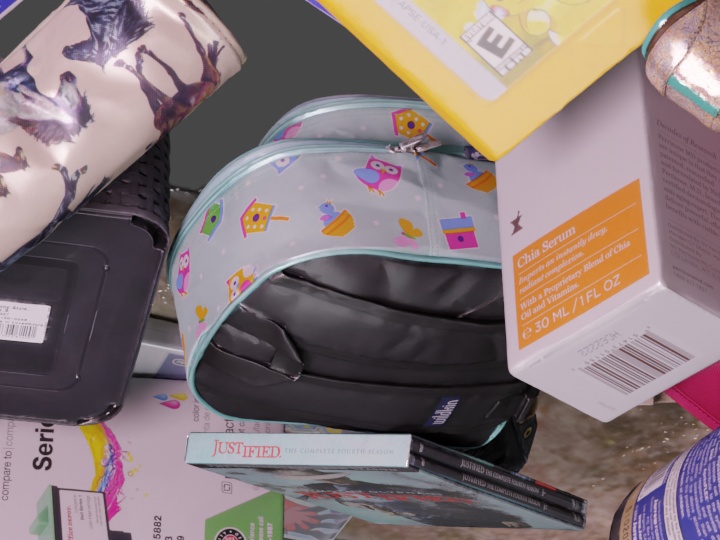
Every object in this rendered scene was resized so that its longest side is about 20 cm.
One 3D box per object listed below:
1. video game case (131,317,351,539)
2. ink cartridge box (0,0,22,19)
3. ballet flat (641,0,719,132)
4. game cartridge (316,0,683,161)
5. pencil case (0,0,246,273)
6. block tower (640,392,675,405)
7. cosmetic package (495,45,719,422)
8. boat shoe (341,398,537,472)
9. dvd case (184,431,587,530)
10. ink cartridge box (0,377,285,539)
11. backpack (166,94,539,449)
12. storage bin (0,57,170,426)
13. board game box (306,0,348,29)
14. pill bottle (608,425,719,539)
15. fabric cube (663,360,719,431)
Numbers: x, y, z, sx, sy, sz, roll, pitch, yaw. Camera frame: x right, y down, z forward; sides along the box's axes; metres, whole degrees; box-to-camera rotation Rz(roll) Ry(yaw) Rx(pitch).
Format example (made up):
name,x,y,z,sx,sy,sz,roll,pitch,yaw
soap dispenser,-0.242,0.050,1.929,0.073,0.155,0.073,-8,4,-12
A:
name,x,y,z,sx,sy,sz,roll,pitch,yaw
video game case,-0.076,0.101,1.683,0.199,0.023,0.182,12,142,-19
ink cartridge box,-0.208,-0.148,1.315,0.094,0.037,0.200,26,134,-35
ballet flat,0.213,-0.113,1.239,0.199,0.067,0.068,-30,154,-26
game cartridge,0.051,-0.164,1.211,0.200,0.033,0.176,40,118,-22
pencil case,-0.154,-0.069,1.311,0.200,0.090,0.078,-42,176,-4
block tower,0.153,0.044,1.500,0.057,0.054,0.200,-2,179,-2
cosmetic package,0.124,-0.041,1.338,0.071,0.201,0.101,27,135,-34
boat shoe,0.076,0.058,1.585,0.091,0.071,0.200,17,136,-28
dvd case,0.017,0.117,1.532,0.145,0.022,0.200,-1,164,32
ink cartridge box,-0.145,0.141,1.593,0.199,0.145,0.084,3,144,-5
backpack,0.000,0.000,1.428,0.199,0.154,0.176,-1,148,-29
storage bin,-0.179,-0.012,1.459,0.134,0.094,0.200,6,143,-12
board game box,-0.015,-0.190,1.271,0.134,0.029,0.200,-31,136,33
pill bottle,0.213,0.108,1.293,0.111,0.112,0.200,18,143,-25
fabric cube,0.274,-0.018,1.384,0.199,0.201,0.196,-24,140,31
